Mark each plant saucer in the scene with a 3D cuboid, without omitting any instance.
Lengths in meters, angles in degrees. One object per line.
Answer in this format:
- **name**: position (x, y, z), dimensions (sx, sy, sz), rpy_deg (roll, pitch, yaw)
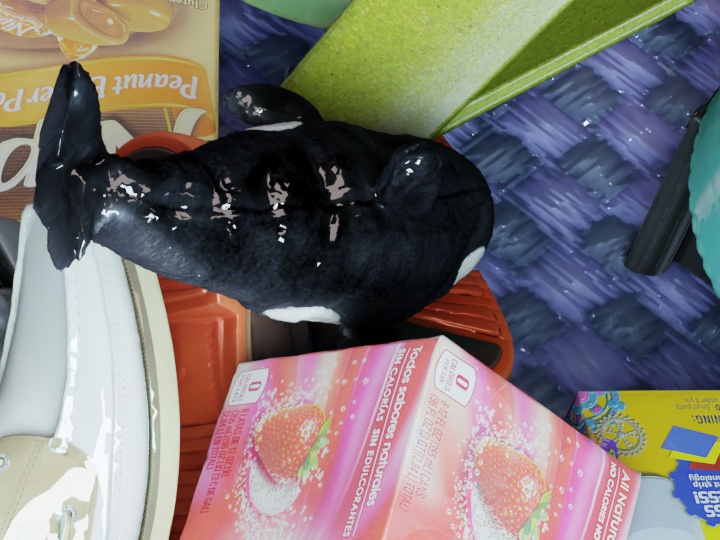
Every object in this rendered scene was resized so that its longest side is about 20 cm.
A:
- **plant saucer**: position (0.088, -0.116, 0.896), dimensions (0.200, 0.200, 0.048), rpy_deg (-29, 83, -27)

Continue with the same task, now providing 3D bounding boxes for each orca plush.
- **orca plush**: position (-0.012, -0.034, 0.801), dimensions (0.200, 0.071, 0.105), rpy_deg (21, 46, -43)

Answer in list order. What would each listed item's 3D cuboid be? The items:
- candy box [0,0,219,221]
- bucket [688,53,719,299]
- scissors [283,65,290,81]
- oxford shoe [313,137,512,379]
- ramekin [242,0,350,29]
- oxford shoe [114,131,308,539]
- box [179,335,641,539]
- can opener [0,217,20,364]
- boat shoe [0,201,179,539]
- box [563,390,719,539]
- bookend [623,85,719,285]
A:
- **candy box**: position (-0.114, -0.040, 0.967), dimensions (0.115, 0.055, 0.200), rpy_deg (6, 48, -10)
- **bucket**: position (0.223, -0.045, 0.916), dimensions (0.207, 0.135, 0.207), rpy_deg (7, 64, -15)
- **scissors**: position (-0.033, -0.015, 0.993), dimensions (0.014, 0.073, 0.200), rpy_deg (-16, 22, 12)
- **oxford shoe**: position (0.000, 0.000, 0.949), dimensions (0.071, 0.073, 0.200), rpy_deg (8, 37, -17)
- **ramekin**: position (0.009, -0.199, 1.025), dimensions (0.200, 0.098, 0.200), rpy_deg (4, 50, -4)
- **oxford shoe**: position (-0.043, 0.055, 0.854), dimensions (0.071, 0.200, 0.073), rpy_deg (-1, -1, 34)
- **box**: position (-0.001, 0.132, 0.757), dimensions (0.103, 0.095, 0.200), rpy_deg (35, 60, -35)
- **can opener**: position (-0.162, -0.024, 0.875), dimensions (0.200, 0.053, 0.067), rpy_deg (53, 30, 19)
- **boat shoe**: position (-0.099, 0.073, 0.790), dimensions (0.068, 0.075, 0.200), rpy_deg (-2, 94, -24)
- **box**: position (0.168, 0.150, 0.840), dimensions (0.200, 0.122, 0.193), rpy_deg (0, 50, -17)
- **bookend**: position (0.248, -0.032, 1.047), dimensions (0.199, 0.092, 0.200), rpy_deg (34, 49, 14)
